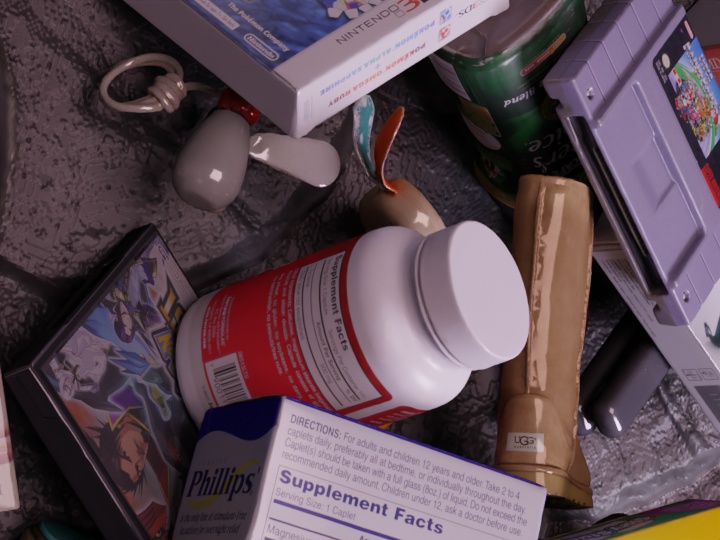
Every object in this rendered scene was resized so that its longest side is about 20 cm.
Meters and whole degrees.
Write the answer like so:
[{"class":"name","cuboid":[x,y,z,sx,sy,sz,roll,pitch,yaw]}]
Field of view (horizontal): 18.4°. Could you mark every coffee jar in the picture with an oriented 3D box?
[{"class":"coffee jar","cuboid":[0.112,-0.116,1.467,0.104,0.085,0.200,-43,143,-12]}]

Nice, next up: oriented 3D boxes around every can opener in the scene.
[{"class":"can opener","cuboid":[0.213,0.058,1.575,0.200,0.053,0.067,-49,125,-37]}]

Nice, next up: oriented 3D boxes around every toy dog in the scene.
[{"class":"toy dog","cuboid":[-0.059,-0.107,1.401,0.200,0.132,0.097,-40,147,-23]}]

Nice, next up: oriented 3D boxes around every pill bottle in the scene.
[{"class":"pill bottle","cuboid":[-0.004,0.040,1.335,0.112,0.199,0.113,34,46,-44]}]

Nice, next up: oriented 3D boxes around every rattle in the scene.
[{"class":"rattle","cuboid":[0.000,0.000,1.410,0.142,0.131,0.200,-27,142,3]}]

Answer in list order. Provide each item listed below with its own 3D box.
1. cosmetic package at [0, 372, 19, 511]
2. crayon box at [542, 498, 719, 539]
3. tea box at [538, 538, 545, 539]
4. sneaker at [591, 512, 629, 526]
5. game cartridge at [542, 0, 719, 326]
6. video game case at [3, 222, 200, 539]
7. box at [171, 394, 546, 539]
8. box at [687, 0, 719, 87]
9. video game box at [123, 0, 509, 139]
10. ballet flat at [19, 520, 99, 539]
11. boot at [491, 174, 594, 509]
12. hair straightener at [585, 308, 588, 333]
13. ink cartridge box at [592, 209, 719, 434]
[{"class":"cosmetic package","cuboid":[-0.257,0.040,1.254,0.103,0.087,0.201,-10,94,-13]},{"class":"crayon box","cuboid":[0.162,0.249,1.392,0.199,0.058,0.174,-11,91,-32]},{"class":"tea box","cuboid":[0.078,0.306,1.449,0.196,0.133,0.201,-35,106,-30]},{"class":"sneaker","cuboid":[0.208,0.256,1.581,0.087,0.074,0.201,-25,113,-41]},{"class":"game cartridge","cuboid":[0.196,-0.081,1.438,0.130,0.038,0.201,-49,124,-32]},{"class":"video game case","cuboid":[-0.117,0.097,1.342,0.201,0.025,0.181,60,30,-17]},{"class":"box","cuboid":[-0.013,0.194,1.271,0.183,0.105,0.201,21,74,-25]},{"class":"box","cuboid":[0.332,-0.116,1.616,0.106,0.152,0.200,-45,111,-24]},{"class":"video game box","cuboid":[-0.038,-0.188,1.367,0.182,0.200,0.047,-33,148,-31]},{"class":"ballet flat","cuboid":[-0.129,0.209,1.366,0.199,0.071,0.071,22,77,-31]},{"class":"boot","cuboid":[0.127,0.053,1.457,0.066,0.175,0.201,4,80,7]},{"class":"hair straightener","cuboid":[0.119,0.059,1.546,0.077,0.041,0.201,4,91,-32]},{"class":"ink cartridge box","cuboid":[0.252,-0.013,1.552,0.200,0.043,0.174,51,54,-30]}]
